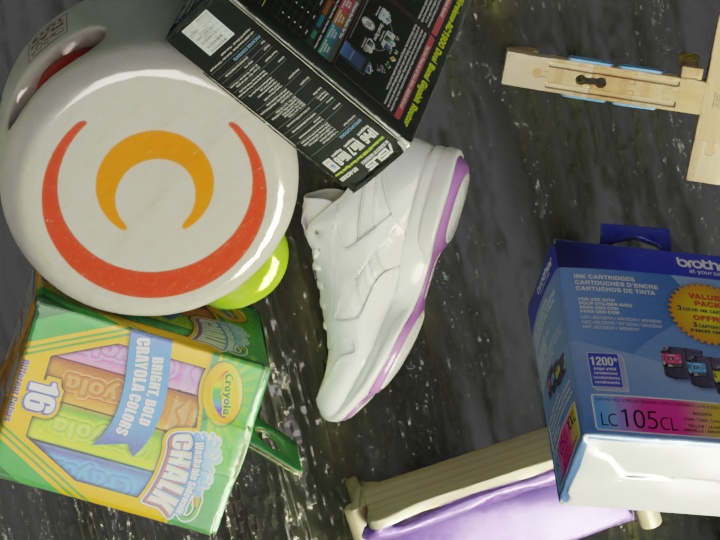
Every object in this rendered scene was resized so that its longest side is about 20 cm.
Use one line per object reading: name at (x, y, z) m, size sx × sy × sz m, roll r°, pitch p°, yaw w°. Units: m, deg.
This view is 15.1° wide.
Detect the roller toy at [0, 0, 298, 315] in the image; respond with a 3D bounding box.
roller toy at (-0.134, -0.080, 1.695) m, size 0.182 × 0.140 × 0.200 m, roll 1°, pitch 117°, yaw -9°

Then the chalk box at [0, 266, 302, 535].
chalk box at (-0.130, 0.083, 1.752) m, size 0.200 × 0.125 × 0.124 m, roll 16°, pitch 104°, yaw -12°

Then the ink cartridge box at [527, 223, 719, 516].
ink cartridge box at (0.186, 0.057, 1.760) m, size 0.136 × 0.200 × 0.076 m, roll 5°, pitch 135°, yaw -12°

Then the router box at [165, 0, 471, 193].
router box at (-0.017, -0.164, 1.656) m, size 0.150 × 0.200 × 0.062 m, roll 39°, pitch 132°, yaw -14°

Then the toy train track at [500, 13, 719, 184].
toy train track at (0.192, -0.122, 1.778) m, size 0.200 × 0.033 × 0.115 m, roll 8°, pitch 112°, yaw -3°

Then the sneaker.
sneaker at (0.000, 0.000, 1.780) m, size 0.099 × 0.075 × 0.200 m, roll 21°, pitch 103°, yaw 7°

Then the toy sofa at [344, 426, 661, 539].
toy sofa at (0.094, 0.161, 1.811) m, size 0.200 × 0.098 × 0.083 m, roll -18°, pitch 107°, yaw -2°
